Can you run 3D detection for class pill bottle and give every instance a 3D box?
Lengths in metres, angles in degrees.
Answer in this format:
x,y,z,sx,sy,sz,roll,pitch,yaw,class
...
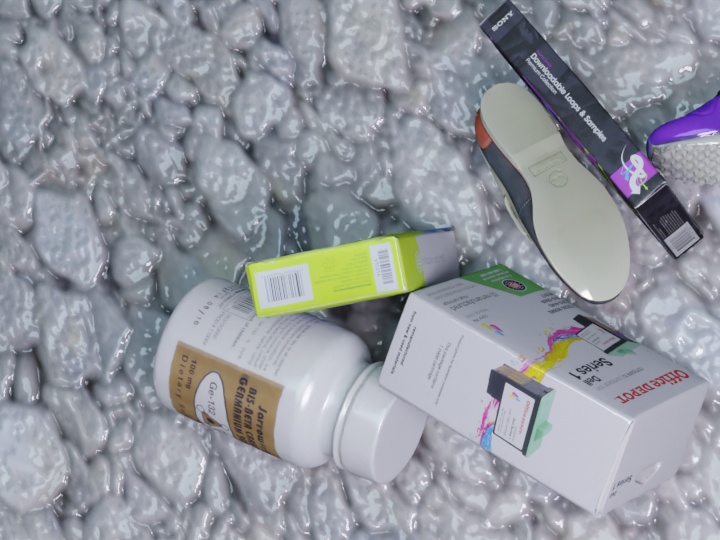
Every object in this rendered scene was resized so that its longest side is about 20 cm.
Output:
x,y,z,sx,sy,sz,roll,pitch,yaw,class
-0.053,0.090,1.759,0.199,0.114,0.115,22,83,24,pill bottle

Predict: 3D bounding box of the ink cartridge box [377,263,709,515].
x,y,z,sx,sy,sz,roll,pitch,yaw,class
0.138,0.085,1.667,0.200,0.145,0.084,30,113,24,ink cartridge box

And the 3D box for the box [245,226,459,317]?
x,y,z,sx,sy,sz,roll,pitch,yaw,class
0.000,0.000,1.731,0.121,0.200,0.048,-11,90,16,box

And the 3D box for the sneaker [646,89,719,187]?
x,y,z,sx,sy,sz,roll,pitch,yaw,class
0.311,-0.132,1.718,0.199,0.070,0.100,-13,64,2,sneaker

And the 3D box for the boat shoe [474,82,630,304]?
x,y,z,sx,sy,sz,roll,pitch,yaw,class
0.148,-0.054,1.760,0.071,0.063,0.200,-23,68,-16,boat shoe

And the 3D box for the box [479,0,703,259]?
x,y,z,sx,sy,sz,roll,pitch,yaw,class
0.178,-0.107,1.719,0.036,0.143,0.200,-39,65,7,box
